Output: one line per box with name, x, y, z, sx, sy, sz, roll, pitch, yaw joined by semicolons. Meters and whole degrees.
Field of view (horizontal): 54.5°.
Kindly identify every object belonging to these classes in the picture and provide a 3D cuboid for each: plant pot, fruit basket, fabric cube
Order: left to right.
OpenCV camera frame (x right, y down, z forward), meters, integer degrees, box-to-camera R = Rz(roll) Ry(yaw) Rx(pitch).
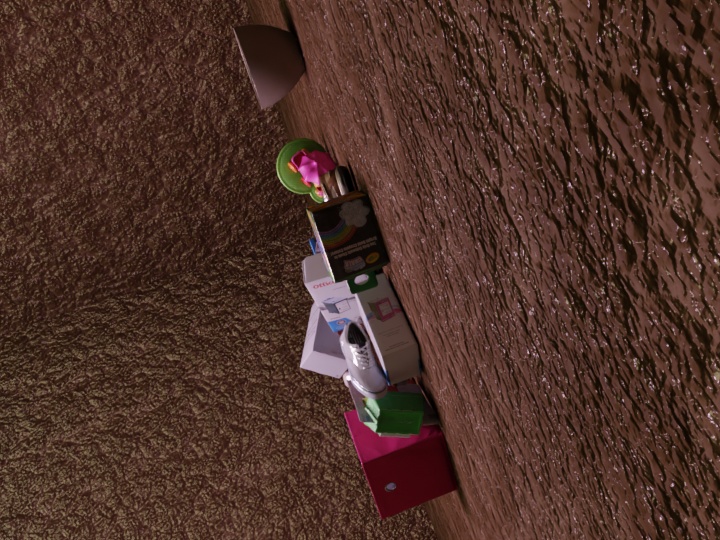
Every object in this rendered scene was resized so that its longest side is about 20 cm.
plant pot;-0.213;-0.512;1.710;0.200;0.134;0.201;160;90;-86
fruit basket;0.069;0.309;1.622;0.200;0.185;0.094;-134;51;-73
fabric cube;0.097;0.438;1.695;0.200;0.199;0.197;-118;10;-61

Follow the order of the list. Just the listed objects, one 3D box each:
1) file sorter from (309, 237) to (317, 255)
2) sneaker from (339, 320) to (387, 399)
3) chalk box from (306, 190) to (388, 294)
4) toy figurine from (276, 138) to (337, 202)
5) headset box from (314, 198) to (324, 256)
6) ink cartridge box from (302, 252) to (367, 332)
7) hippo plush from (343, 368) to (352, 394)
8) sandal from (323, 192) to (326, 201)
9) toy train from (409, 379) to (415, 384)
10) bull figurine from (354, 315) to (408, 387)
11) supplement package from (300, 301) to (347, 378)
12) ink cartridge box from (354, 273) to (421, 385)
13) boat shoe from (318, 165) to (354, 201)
file sorter;-0.055;-0.002;2.015;0.200;0.122;0.139;76;172;-57
sneaker;0.001;0.194;1.541;0.071;0.073;0.200;93;154;-42
chalk box;-0.022;-0.053;1.477;0.124;0.125;0.201;-129;21;-76
toy figurine;-0.111;-0.248;1.832;0.200;0.150;0.184;49;174;-22
headset box;-0.075;-0.059;1.782;0.200;0.075;0.149;101;177;-53
ink cartridge box;-0.036;0.043;1.684;0.200;0.146;0.086;62;-166;-46
hippo plush;0.062;0.258;1.892;0.159;0.200;0.161;37;133;27
sandal;-0.031;-0.138;1.647;0.050;0.082;0.203;-42;-61;-48
toy train;0.105;0.370;1.825;0.085;0.115;0.200;-129;20;-78
bull figurine;0.046;0.189;1.644;0.065;0.121;0.200;112;155;-45
supplement package;-0.080;0.175;1.938;0.120;0.121;0.200;125;158;-52
ink cartridge box;0.058;0.129;1.546;0.145;0.084;0.200;76;174;-54
boat shoe;-0.040;-0.132;1.568;0.076;0.074;0.201;-54;-50;-72
